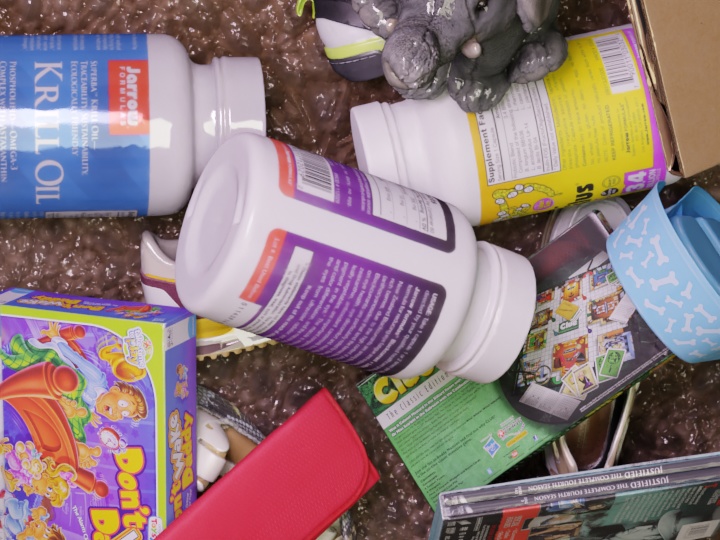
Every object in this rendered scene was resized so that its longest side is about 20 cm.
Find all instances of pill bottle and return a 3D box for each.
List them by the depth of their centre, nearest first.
[{"bbox_3d":[0.000,0.000,1.455,0.199,0.111,0.112,19,100,-23],"label":"pill bottle"},{"bbox_3d":[-0.159,-0.088,1.493,0.198,0.112,0.113,-2,103,-7],"label":"pill bottle"},{"bbox_3d":[0.098,-0.086,1.531,0.198,0.104,0.105,-12,104,-4],"label":"pill bottle"}]

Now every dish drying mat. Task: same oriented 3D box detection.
[{"bbox_3d":[-0.073,0.165,1.523,0.200,0.018,0.077,-41,114,-22],"label":"dish drying mat"}]

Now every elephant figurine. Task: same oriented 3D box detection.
[{"bbox_3d":[0.063,-0.171,1.392,0.141,0.200,0.156,-21,78,0],"label":"elephant figurine"}]

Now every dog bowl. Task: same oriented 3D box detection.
[{"bbox_3d":[0.210,0.005,1.528,0.049,0.200,0.112,-36,78,18],"label":"dog bowl"}]

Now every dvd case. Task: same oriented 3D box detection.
[{"bbox_3d":[0.143,0.159,1.580,0.198,0.146,0.022,-7,68,-4],"label":"dvd case"}]

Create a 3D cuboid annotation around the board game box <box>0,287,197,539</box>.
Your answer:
[{"bbox_3d":[-0.171,0.119,1.541,0.133,0.045,0.202,5,103,23],"label":"board game box"}]

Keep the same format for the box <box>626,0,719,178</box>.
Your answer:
[{"bbox_3d":[0.253,-0.165,1.498,0.199,0.021,0.165,-22,106,-24],"label":"box"}]

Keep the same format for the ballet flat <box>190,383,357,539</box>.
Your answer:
[{"bbox_3d":[-0.082,0.129,1.574,0.200,0.072,0.072,35,96,-13],"label":"ballet flat"}]

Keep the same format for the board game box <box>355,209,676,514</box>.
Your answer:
[{"bbox_3d":[0.100,0.061,1.554,0.200,0.023,0.105,-37,79,21],"label":"board game box"}]

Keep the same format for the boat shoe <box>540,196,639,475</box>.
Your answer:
[{"bbox_3d":[0.153,0.047,1.585,0.074,0.068,0.202,-2,102,-5],"label":"boat shoe"}]

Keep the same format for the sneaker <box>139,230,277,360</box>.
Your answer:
[{"bbox_3d":[-0.040,-0.010,1.545,0.199,0.075,0.091,-17,109,-4],"label":"sneaker"}]

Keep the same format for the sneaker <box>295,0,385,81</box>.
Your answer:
[{"bbox_3d":[0.057,-0.187,1.520,0.199,0.072,0.083,-24,103,-2],"label":"sneaker"}]
